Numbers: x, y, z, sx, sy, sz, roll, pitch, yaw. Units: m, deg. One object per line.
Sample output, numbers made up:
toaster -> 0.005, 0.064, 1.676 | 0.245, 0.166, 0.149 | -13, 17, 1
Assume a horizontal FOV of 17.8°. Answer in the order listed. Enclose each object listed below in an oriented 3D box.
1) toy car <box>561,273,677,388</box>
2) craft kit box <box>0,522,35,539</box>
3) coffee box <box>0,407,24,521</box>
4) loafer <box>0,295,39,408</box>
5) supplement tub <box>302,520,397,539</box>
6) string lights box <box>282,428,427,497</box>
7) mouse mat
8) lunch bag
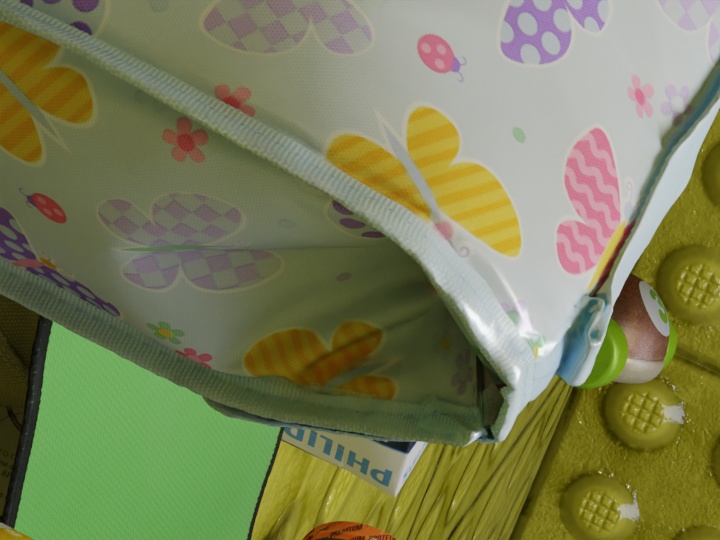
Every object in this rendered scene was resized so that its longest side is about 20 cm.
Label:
toy car -> 0.169, -0.025, 1.715 | 0.164, 0.157, 0.201 | -3, 107, -67
craft kit box -> -0.096, 0.087, 0.474 | 0.049, 0.199, 0.197 | -66, 171, 5
coffee box -> -0.090, 0.071, 0.789 | 0.201, 0.080, 0.113 | -67, 168, 10
loafer -> -0.067, -0.046, 0.667 | 0.201, 0.068, 0.076 | -68, 169, 16
supplement tub -> -0.036, 0.245, 1.343 | 0.200, 0.122, 0.123 | -54, 165, -48
string lights box -> 0.000, 0.000, 1.010 | 0.059, 0.102, 0.200 | -56, 167, -43
mouse mat -> -0.059, 0.050, 0.695 | 0.161, 0.008, 0.201 | -32, 143, -54
lunch bag -> -0.015, -0.062, 0.530 | 0.170, 0.199, 0.127 | -59, 168, -32
